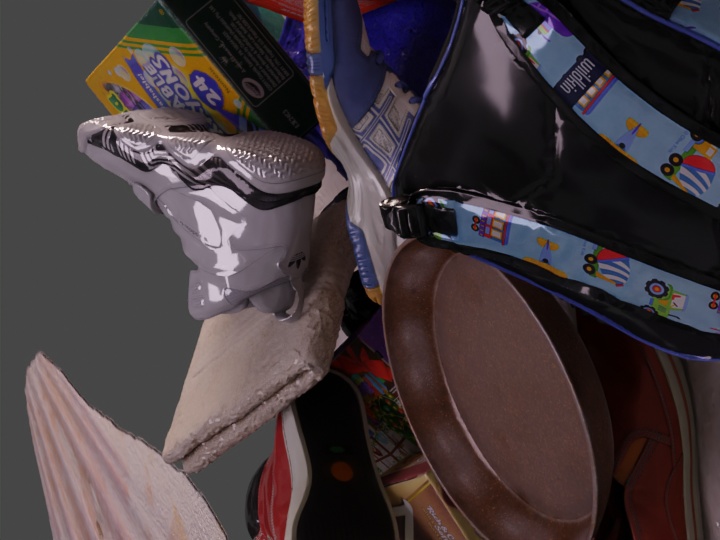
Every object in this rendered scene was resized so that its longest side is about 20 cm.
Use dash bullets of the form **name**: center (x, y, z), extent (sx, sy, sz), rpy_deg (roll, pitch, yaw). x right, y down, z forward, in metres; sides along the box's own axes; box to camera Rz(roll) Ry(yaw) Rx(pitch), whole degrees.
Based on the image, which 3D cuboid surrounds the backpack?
- **backpack**: center (0.134, -0.065, 0.795), extent (0.199, 0.135, 0.183), rpy_deg (28, 131, 10)

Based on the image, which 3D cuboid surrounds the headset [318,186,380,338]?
- **headset**: center (0.000, 0.000, 1.189), extent (0.199, 0.094, 0.124), rpy_deg (-5, 99, 55)

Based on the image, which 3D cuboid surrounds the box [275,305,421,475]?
- **box**: center (0.028, 0.107, 1.184), extent (0.137, 0.039, 0.200), rpy_deg (41, 153, -1)

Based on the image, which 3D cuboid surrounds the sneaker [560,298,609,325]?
- **sneaker**: center (0.120, -0.054, 0.917), extent (0.200, 0.070, 0.094), rpy_deg (50, 133, 33)

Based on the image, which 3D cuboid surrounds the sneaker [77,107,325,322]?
- **sneaker**: center (-0.106, -0.036, 1.089), extent (0.199, 0.075, 0.116), rpy_deg (15, 111, 38)

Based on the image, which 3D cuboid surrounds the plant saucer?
- **plant saucer**: center (0.079, 0.068, 0.957), extent (0.200, 0.034, 0.201), rpy_deg (43, 145, 42)

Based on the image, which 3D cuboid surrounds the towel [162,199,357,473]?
- **towel**: center (-0.062, 0.048, 1.139), extent (0.200, 0.034, 0.133), rpy_deg (-37, 32, 48)

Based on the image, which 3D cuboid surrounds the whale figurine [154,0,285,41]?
- **whale figurine**: center (-0.089, -0.163, 1.259), extent (0.200, 0.103, 0.160), rpy_deg (143, 112, -73)

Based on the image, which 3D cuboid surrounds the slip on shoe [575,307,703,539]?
- **slip on shoe**: center (0.146, 0.096, 0.963), extent (0.074, 0.061, 0.202), rpy_deg (-167, 65, -66)

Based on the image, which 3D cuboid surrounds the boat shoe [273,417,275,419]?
- **boat shoe**: center (-0.073, 0.039, 1.410), extent (0.057, 0.068, 0.201), rpy_deg (37, 135, 54)

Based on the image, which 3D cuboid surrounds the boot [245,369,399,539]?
- **boot**: center (-0.033, 0.184, 1.116), extent (0.145, 0.072, 0.201), rpy_deg (115, 156, -44)

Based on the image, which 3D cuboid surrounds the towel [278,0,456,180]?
- **towel**: center (0.005, -0.126, 1.118), extent (0.200, 0.049, 0.149), rpy_deg (45, 127, 49)

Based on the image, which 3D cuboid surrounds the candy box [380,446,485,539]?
- **candy box**: center (0.088, 0.206, 1.098), extent (0.201, 0.055, 0.115), rpy_deg (58, 153, 0)

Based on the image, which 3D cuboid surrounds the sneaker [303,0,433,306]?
- **sneaker**: center (0.023, -0.082, 1.015), extent (0.075, 0.088, 0.201), rpy_deg (-85, -21, -70)

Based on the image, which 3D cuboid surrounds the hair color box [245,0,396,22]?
- **hair color box**: center (0.005, -0.214, 1.028), extent (0.200, 0.061, 0.102), rpy_deg (-6, 70, 62)

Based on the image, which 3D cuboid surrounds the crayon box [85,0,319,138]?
- **crayon box**: center (-0.113, -0.115, 1.172), extent (0.126, 0.052, 0.200), rpy_deg (50, 154, -7)
